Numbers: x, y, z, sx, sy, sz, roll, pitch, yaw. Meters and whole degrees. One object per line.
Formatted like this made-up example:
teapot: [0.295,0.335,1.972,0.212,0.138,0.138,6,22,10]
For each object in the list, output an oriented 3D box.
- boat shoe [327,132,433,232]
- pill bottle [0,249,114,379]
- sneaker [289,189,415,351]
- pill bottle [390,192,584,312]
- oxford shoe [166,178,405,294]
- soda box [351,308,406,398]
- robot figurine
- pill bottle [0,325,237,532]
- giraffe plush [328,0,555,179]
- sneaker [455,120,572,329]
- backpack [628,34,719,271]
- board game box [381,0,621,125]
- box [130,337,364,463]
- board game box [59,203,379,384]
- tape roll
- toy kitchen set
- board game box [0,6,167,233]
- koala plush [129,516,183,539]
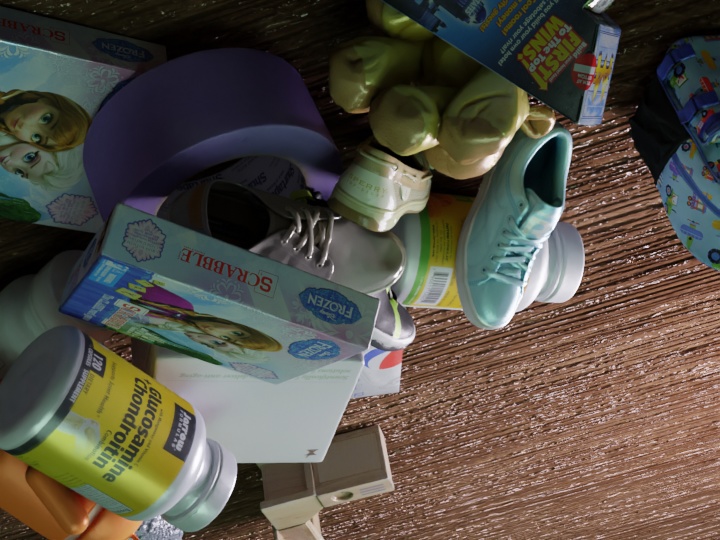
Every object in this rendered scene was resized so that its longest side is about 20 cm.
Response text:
boat shoe: [0.026,-0.088,0.912,0.073,0.201,0.063,27,111,9]
pill bottle: [-0.318,0.069,1.060,0.114,0.115,0.200,23,132,-38]
sneaker: [0.000,0.000,0.940,0.083,0.072,0.200,-44,132,10]
pill bottle: [0.115,-0.016,1.068,0.199,0.112,0.111,5,141,-21]
oxford shoe: [-0.050,-0.024,0.838,0.199,0.076,0.058,14,158,-24]
soda box: [0.011,0.066,1.170,0.063,0.069,0.200,-7,149,-5]
robot figurine: [-0.274,0.186,0.999,0.200,0.117,0.144,38,145,-15]
pill bottle: [-0.202,0.141,0.914,0.112,0.112,0.200,-32,126,26]
giraffe plush: [0.083,-0.146,0.878,0.200,0.172,0.162,-44,158,-14]
sneaker: [0.140,-0.042,0.970,0.073,0.202,0.082,9,-176,-20]
backpack: [0.350,-0.097,0.948,0.181,0.201,0.135,-4,144,-9]
board game box: [0.124,-0.206,0.735,0.200,0.200,0.062,-47,165,26]
box: [-0.120,0.073,1.069,0.198,0.172,0.200,2,143,-16]
board game box: [-0.116,0.027,0.827,0.198,0.041,0.200,20,160,-18]
tape roll: [-0.120,-0.083,0.894,0.199,0.085,0.200,-22,153,-11]
toy kitchen set: [-0.028,0.346,1.472,0.179,0.164,0.200,-15,144,5]
board game box: [-0.281,-0.120,0.875,0.198,0.041,0.200,8,140,-27]
koala plush: [-0.240,0.210,1.242,0.176,0.184,0.200,14,125,-32]
